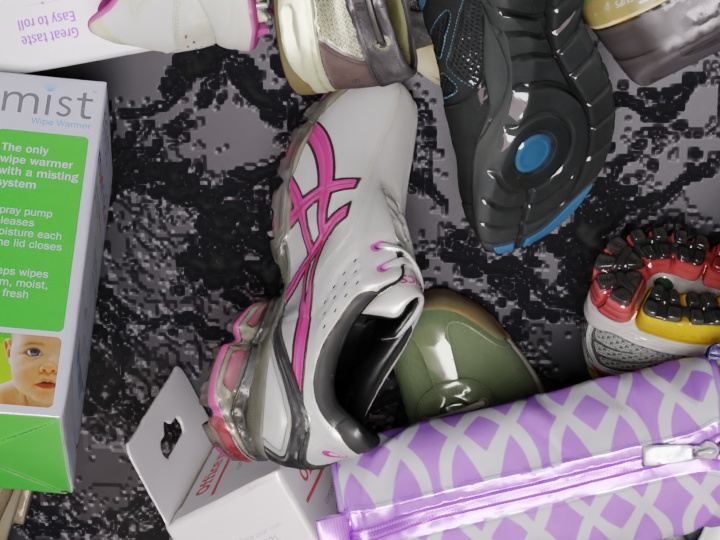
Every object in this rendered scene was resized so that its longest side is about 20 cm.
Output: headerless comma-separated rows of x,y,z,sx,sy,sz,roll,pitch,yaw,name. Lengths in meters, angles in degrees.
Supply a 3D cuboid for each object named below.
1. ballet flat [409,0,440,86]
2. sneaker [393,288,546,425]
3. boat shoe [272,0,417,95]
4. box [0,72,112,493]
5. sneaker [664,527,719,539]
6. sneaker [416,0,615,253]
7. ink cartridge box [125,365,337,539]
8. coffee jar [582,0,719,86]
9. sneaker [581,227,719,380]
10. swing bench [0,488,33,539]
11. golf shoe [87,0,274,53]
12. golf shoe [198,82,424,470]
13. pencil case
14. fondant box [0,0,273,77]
0.016,-0.175,0.938,0.066,0.057,0.200,-17,105,10,ballet flat
0.070,0.110,1.003,0.067,0.090,0.201,-21,104,12,sneaker
-0.006,-0.177,0.885,0.066,0.072,0.201,0,106,10,boat shoe
-0.222,-0.001,0.938,0.199,0.097,0.177,6,63,-3,box
0.174,0.163,1.016,0.093,0.070,0.200,16,118,2,sneaker
0.067,-0.100,0.920,0.073,0.082,0.200,-22,132,-25,sneaker
-0.028,0.136,1.005,0.067,0.117,0.200,-26,104,17,ink cartridge box
0.119,-0.188,0.911,0.104,0.085,0.200,-28,103,13,coffee jar
0.203,0.035,0.989,0.199,0.078,0.082,11,134,-3,sneaker
-0.273,0.110,0.999,0.198,0.200,0.130,17,152,1,swing bench
-0.094,-0.188,0.878,0.091,0.075,0.201,-7,105,8,golf shoe
0.000,0.000,0.941,0.092,0.073,0.200,2,66,35,golf shoe
0.082,0.098,0.926,0.199,0.086,0.084,-15,98,5,pencil case
-0.127,-0.200,0.943,0.144,0.058,0.201,-9,107,7,fondant box
